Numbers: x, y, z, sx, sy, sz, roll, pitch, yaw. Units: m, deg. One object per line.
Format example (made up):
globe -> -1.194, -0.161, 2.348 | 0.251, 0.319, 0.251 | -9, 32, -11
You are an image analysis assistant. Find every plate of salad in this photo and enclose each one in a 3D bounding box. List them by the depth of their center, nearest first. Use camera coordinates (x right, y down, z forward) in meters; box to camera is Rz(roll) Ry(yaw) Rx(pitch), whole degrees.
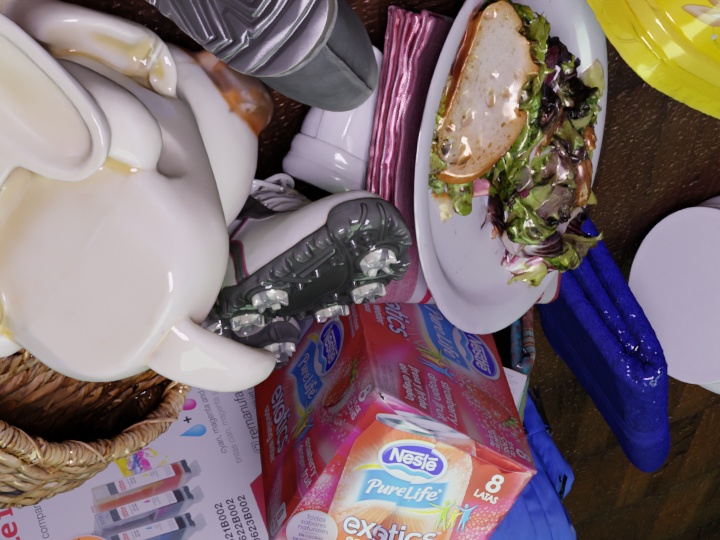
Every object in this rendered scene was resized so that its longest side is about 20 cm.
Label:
plate of salad -> 0.088, -0.064, 0.947 | 0.048, 0.201, 0.200 | 13, 176, 30

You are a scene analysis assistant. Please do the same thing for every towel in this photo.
towel -> 0.065, -0.053, 0.983 | 0.023, 0.145, 0.200 | 9, -177, 32
towel -> 0.098, 0.035, 1.204 | 0.022, 0.147, 0.200 | 0, 155, 0
towel -> 0.171, 0.047, 1.294 | 0.049, 0.148, 0.200 | -32, 157, -4

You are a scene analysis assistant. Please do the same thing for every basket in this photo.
basket -> -0.158, 0.026, 0.930 | 0.149, 0.143, 0.200 | -33, 156, 23

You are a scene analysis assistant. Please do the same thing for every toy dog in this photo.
toy dog -> -0.102, -0.043, 0.796 | 0.200, 0.193, 0.140 | -62, 178, -69

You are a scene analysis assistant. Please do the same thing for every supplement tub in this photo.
supplement tub -> 0.300, 0.017, 1.352 | 0.199, 0.145, 0.144 | 1, 148, -44

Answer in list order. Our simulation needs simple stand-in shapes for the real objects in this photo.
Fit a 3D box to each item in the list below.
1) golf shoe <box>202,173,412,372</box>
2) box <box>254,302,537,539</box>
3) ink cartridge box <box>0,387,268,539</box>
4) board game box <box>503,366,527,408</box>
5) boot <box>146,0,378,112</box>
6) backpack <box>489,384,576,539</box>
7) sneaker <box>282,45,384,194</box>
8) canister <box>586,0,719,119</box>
golf shoe -> -0.045, -0.010, 0.894 | 0.077, 0.089, 0.200 | -2, 164, -29
box -> 0.011, 0.068, 0.957 | 0.095, 0.200, 0.100 | 27, 110, -18
ink cartridge box -> -0.119, 0.159, 1.074 | 0.199, 0.146, 0.145 | -16, 143, -12
board game box -> -0.003, 0.068, 1.150 | 0.199, 0.034, 0.135 | 21, 156, 8
boot -> -0.065, -0.134, 0.736 | 0.073, 0.182, 0.200 | -41, -178, 11
backpack -> 0.072, 0.161, 1.375 | 0.167, 0.201, 0.163 | -6, 151, -36
sneaker -> 0.029, -0.074, 1.002 | 0.089, 0.075, 0.200 | -70, 162, 4
canister -> 0.227, -0.173, 0.943 | 0.200, 0.087, 0.148 | -37, 154, 25
